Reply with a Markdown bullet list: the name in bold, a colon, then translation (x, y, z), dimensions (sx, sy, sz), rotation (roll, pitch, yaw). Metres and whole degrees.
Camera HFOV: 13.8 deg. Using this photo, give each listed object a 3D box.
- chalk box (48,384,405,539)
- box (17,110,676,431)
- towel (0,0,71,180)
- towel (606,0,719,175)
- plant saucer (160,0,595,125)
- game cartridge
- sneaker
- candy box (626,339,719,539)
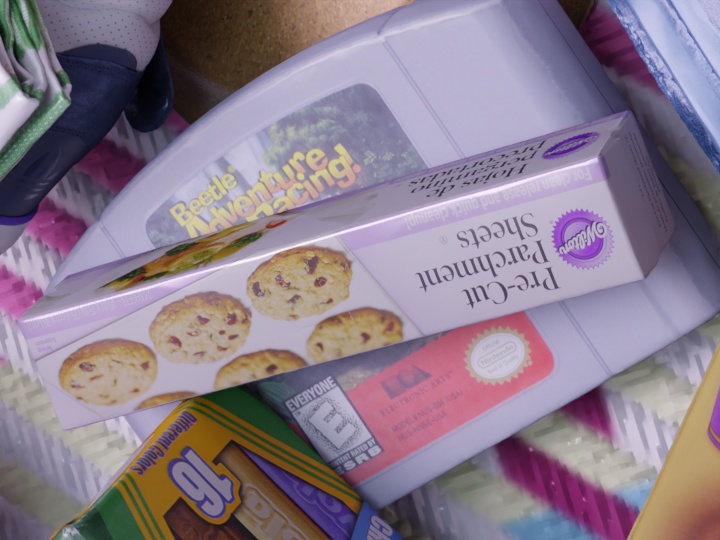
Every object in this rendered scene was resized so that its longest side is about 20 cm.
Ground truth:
- **chalk box**: translation (-0.026, 0.155, 0.893), dimensions (0.200, 0.124, 0.125), rotation (44, 119, 1)
- **box**: translation (-0.007, 0.002, 0.872), dimensions (0.199, 0.039, 0.042), rotation (-15, 107, 26)
- **towel**: translation (-0.166, -0.086, 0.917), dimensions (0.153, 0.023, 0.201), rotation (-45, 57, 34)
- **towel**: translation (0.167, -0.098, 0.818), dimensions (0.200, 0.048, 0.112), rotation (-35, 79, 29)
- **plant saucer**: translation (-0.015, -0.126, 0.929), dimensions (0.199, 0.035, 0.201), rotation (3, 96, 30)
- **game cartridge**: translation (0.000, 0.000, 0.911), dimensions (0.200, 0.041, 0.133), rotation (-32, 93, 29)
- **sneaker**: translation (-0.123, -0.115, 0.951), dimensions (0.147, 0.080, 0.200), rotation (-54, 47, 22)
- **candy box**: translation (0.157, 0.028, 0.800), dimensions (0.116, 0.056, 0.201), rotation (26, 116, 10)
